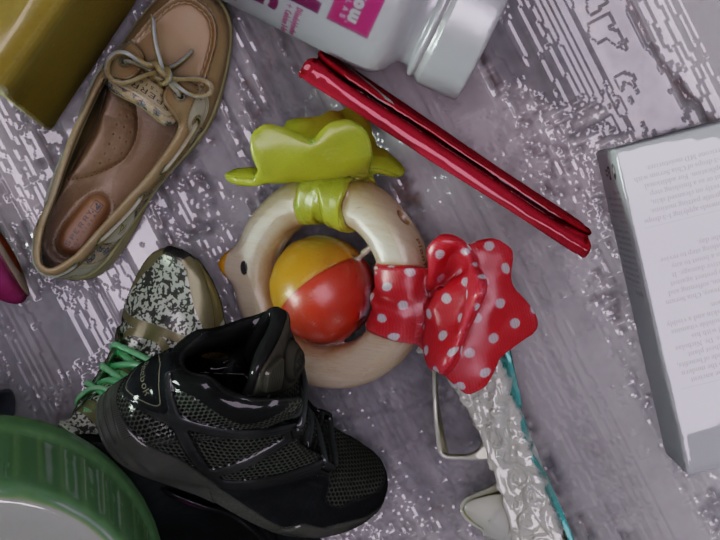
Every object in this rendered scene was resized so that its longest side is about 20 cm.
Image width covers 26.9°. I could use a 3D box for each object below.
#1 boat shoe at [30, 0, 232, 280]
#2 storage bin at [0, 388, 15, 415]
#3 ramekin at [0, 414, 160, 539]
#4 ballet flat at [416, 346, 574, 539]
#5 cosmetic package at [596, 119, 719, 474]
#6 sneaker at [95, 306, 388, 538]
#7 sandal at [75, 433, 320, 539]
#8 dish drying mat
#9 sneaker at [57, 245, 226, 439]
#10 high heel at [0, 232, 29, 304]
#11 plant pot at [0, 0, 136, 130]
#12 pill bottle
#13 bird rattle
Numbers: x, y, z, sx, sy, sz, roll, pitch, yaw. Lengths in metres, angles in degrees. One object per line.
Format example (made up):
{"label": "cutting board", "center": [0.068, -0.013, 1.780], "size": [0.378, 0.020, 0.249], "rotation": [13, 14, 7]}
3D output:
{"label": "boat shoe", "center": [-0.138, -0.082, 0.915], "size": [0.073, 0.063, 0.201], "rotation": [26, 93, -1]}
{"label": "storage bin", "center": [-0.317, 0.147, 0.899], "size": [0.134, 0.146, 0.201], "rotation": [19, 93, 9]}
{"label": "ramekin", "center": [-0.198, 0.185, 0.795], "size": [0.199, 0.098, 0.201], "rotation": [-2, 100, -14]}
{"label": "ballet flat", "center": [0.084, 0.117, 0.929], "size": [0.071, 0.072, 0.201], "rotation": [-18, 85, 1]}
{"label": "cosmetic package", "center": [0.218, 0.012, 0.918], "size": [0.101, 0.071, 0.201], "rotation": [-13, 93, 0]}
{"label": "sneaker", "center": [-0.042, 0.090, 0.875], "size": [0.199, 0.077, 0.114], "rotation": [28, 128, -32]}
{"label": "sandal", "center": [-0.102, 0.159, 0.895], "size": [0.200, 0.048, 0.076], "rotation": [25, 93, -35]}
{"label": "dish drying mat", "center": [0.054, -0.073, 0.909], "size": [0.199, 0.077, 0.018], "rotation": [32, 101, -2]}
{"label": "sneaker", "center": [-0.141, 0.083, 0.903], "size": [0.077, 0.089, 0.201], "rotation": [18, 93, 20]}
{"label": "high heel", "center": [-0.291, -0.034, 0.915], "size": [0.096, 0.067, 0.200], "rotation": [-42, 78, -7]}
{"label": "plant pot", "center": [-0.201, -0.227, 0.849], "size": [0.195, 0.194, 0.200], "rotation": [39, 87, -3]}
{"label": "pill bottle", "center": [-0.012, -0.187, 0.883], "size": [0.199, 0.113, 0.114], "rotation": [26, 93, -2]}
{"label": "bird rattle", "center": [0.000, 0.000, 0.904], "size": [0.163, 0.113, 0.200], "rotation": [-42, 87, 29]}
